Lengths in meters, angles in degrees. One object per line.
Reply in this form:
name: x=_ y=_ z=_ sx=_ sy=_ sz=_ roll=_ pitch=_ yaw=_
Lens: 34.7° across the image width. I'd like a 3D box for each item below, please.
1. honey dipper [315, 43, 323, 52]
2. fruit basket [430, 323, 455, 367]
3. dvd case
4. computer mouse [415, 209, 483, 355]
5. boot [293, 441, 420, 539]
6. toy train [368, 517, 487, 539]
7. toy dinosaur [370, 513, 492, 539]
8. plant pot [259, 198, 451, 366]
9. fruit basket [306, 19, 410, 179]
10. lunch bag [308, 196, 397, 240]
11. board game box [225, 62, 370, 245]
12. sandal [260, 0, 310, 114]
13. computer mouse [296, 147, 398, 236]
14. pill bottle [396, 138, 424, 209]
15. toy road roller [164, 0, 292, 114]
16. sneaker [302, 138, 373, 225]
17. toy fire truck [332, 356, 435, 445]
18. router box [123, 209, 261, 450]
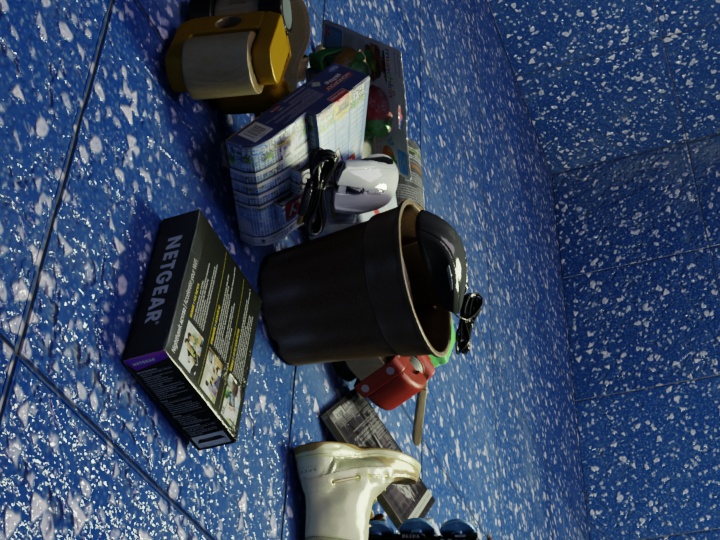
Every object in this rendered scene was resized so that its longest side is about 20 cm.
honey dipper: x=-0.031 y=-0.270 z=1.860 sx=0.038 sy=0.038 sz=0.201 roll=-50 pitch=124 yaw=-68
fruit basket: x=0.081 y=0.064 z=1.930 sx=0.200 sy=0.094 sz=0.185 roll=57 pitch=21 yaw=-11
dvd case: x=0.027 y=0.262 z=1.586 sx=0.200 sy=0.016 sz=0.149 roll=55 pitch=18 yaw=2
computer mouse: x=0.125 y=-0.004 z=1.485 sx=0.141 sy=0.046 sz=0.200 roll=-68 pitch=141 yaw=-60
boot: x=0.001 y=0.300 z=1.437 sx=0.200 sy=0.072 sz=0.155 roll=16 pitch=61 yaw=-42
toy train: x=0.075 y=0.380 z=1.478 sx=0.087 sy=0.199 sz=0.115 roll=-79 pitch=162 yaw=-52
toy dinosaur: x=0.099 y=0.372 z=1.566 sx=0.181 sy=0.200 sz=0.105 roll=20 pitch=58 yaw=-19
plant pot: x=-0.008 y=0.029 z=1.452 sx=0.200 sy=0.198 sz=0.201 roll=-13 pitch=90 yaw=-72
fruit basket: x=0.001 y=-0.236 z=1.593 sx=0.200 sy=0.093 sz=0.186 roll=42 pitch=-36 yaw=52
lunch bag: x=0.003 y=-0.057 z=1.676 sx=0.200 sy=0.123 sz=0.171 roll=-34 pitch=112 yaw=-61
board game box: x=-0.066 y=-0.117 z=1.407 sx=0.200 sy=0.062 sz=0.200 roll=-42 pitch=143 yaw=-34
sandal: x=-0.110 y=-0.273 z=1.595 sx=0.070 sy=0.077 sz=0.212 roll=97 pitch=-5 yaw=-68
computer mouse: x=-0.003 y=-0.104 z=1.412 sx=0.200 sy=0.044 sz=0.110 roll=-17 pitch=125 yaw=-54
pill bottle: x=0.053 y=-0.115 z=1.893 sx=0.106 sy=0.106 sz=0.201 roll=52 pitch=30 yaw=-54
toy road roller: x=-0.140 y=-0.237 z=1.366 sx=0.200 sy=0.122 sz=0.146 roll=-79 pitch=162 yaw=-53
sneaker: x=-0.085 y=-0.127 z=1.542 sx=0.201 sy=0.108 sz=0.067 roll=-40 pitch=135 yaw=-30
toy fire truck: x=0.057 y=0.160 z=1.667 sx=0.200 sy=0.129 sz=0.176 roll=50 pitch=22 yaw=-7
router box: x=-0.166 y=0.059 z=1.181 sx=0.200 sy=0.051 sz=0.149 roll=-84 pitch=153 yaw=-45
